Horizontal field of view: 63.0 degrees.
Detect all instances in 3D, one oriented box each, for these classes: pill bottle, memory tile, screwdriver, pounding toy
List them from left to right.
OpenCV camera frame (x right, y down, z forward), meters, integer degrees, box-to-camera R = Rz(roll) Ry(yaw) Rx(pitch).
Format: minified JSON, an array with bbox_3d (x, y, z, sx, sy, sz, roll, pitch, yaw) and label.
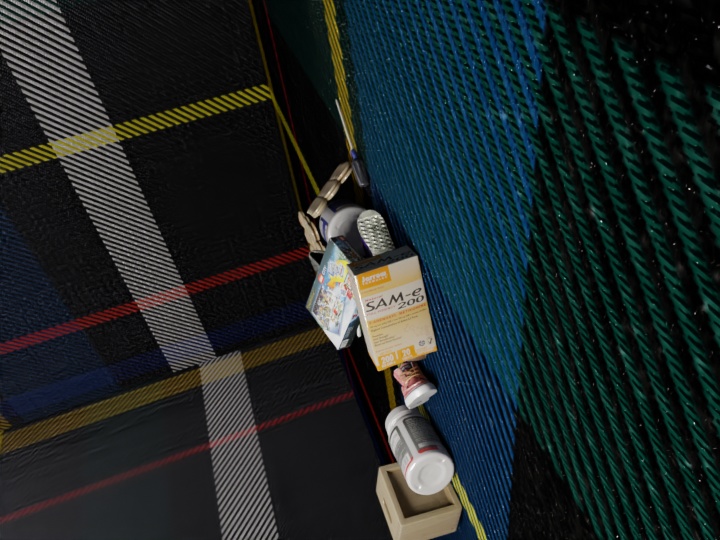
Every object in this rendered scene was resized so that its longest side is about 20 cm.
[{"bbox_3d":[-0.113,-0.051,1.533,0.153,0.017,0.202,47,159,59],"label":"memory tile"},{"bbox_3d":[-0.074,-0.194,1.411,0.017,0.154,0.200,34,-178,-12],"label":"memory tile"},{"bbox_3d":[-0.036,-0.106,1.400,0.200,0.118,0.121,-131,25,-71],"label":"pill bottle"},{"bbox_3d":[-0.025,-0.276,1.272,0.028,0.029,0.202,142,106,-81],"label":"screwdriver"},{"bbox_3d":[0.131,0.410,1.368,0.200,0.112,0.115,-124,18,-65],"label":"pill bottle"},{"bbox_3d":[0.142,0.549,1.440,0.201,0.182,0.144,-117,25,-48],"label":"pounding toy"}]

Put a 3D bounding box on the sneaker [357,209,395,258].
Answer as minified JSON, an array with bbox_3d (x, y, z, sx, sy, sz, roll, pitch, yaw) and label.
[{"bbox_3d":[0.047,-0.026,1.231,0.100,0.069,0.203,95,160,-89],"label":"sneaker"}]

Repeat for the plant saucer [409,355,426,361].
[{"bbox_3d":[0.055,0.131,1.262,0.200,0.037,0.201,41,165,13],"label":"plant saucer"}]

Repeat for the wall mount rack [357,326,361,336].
[{"bbox_3d":[-0.008,0.108,1.442,0.174,0.075,0.200,44,172,-31],"label":"wall mount rack"}]

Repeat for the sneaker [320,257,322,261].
[{"bbox_3d":[0.000,0.000,1.393,0.198,0.086,0.078,29,118,17],"label":"sneaker"}]

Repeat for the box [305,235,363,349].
[{"bbox_3d":[-0.042,0.048,1.241,0.137,0.037,0.201,49,134,32],"label":"box"}]

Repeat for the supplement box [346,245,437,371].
[{"bbox_3d":[0.060,0.070,1.101,0.074,0.124,0.202,-126,20,-67],"label":"supplement box"}]

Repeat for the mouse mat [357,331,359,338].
[{"bbox_3d":[0.000,0.075,1.679,0.201,0.007,0.162,81,-164,-49],"label":"mouse mat"}]

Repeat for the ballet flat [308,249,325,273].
[{"bbox_3d":[-0.049,-0.001,1.294,0.199,0.067,0.057,16,162,49],"label":"ballet flat"}]

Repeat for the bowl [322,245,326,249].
[{"bbox_3d":[-0.044,0.008,1.777,0.201,0.093,0.203,162,90,-82],"label":"bowl"}]

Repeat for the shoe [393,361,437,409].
[{"bbox_3d":[0.113,0.245,1.289,0.200,0.071,0.092,83,162,-72],"label":"shoe"}]
